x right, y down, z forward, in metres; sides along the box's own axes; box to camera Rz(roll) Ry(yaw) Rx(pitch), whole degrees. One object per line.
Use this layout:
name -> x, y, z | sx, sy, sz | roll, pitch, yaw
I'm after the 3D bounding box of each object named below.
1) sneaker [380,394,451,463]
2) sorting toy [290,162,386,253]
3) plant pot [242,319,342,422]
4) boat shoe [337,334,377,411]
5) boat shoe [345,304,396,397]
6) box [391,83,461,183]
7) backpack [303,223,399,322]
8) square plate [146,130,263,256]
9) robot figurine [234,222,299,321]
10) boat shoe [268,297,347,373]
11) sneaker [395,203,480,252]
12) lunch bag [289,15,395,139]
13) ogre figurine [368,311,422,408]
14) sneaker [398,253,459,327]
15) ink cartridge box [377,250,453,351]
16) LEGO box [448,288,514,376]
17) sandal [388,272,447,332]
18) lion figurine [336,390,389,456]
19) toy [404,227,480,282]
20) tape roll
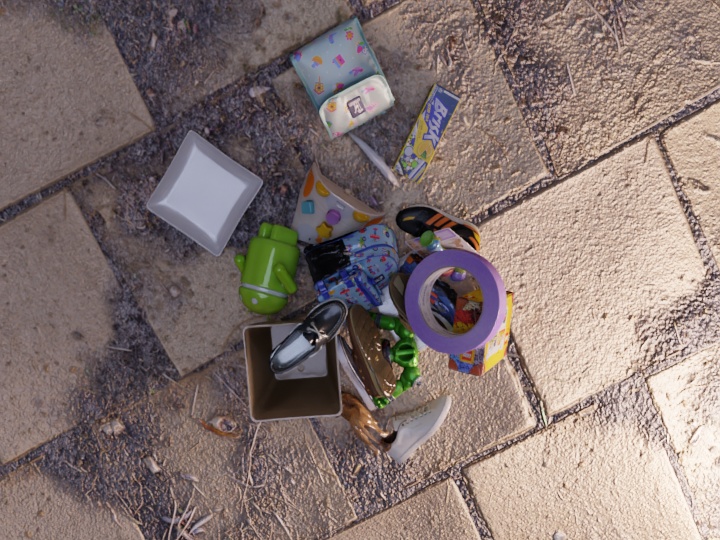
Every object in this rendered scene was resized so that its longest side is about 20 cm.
sneaker -> 0.125, 0.351, 1.629 | 0.084, 0.073, 0.201 | 41, 98, -9
sorting toy -> -0.072, -0.097, 1.557 | 0.197, 0.107, 0.182 | 32, 117, -5
plant pot -> -0.139, 0.197, 1.548 | 0.194, 0.177, 0.206 | -4, 98, 1
boat shoe -> 0.004, 0.223, 1.608 | 0.067, 0.072, 0.203 | -29, 101, 6
boat shoe -> 0.008, 0.174, 1.481 | 0.066, 0.071, 0.205 | -17, 96, 39
box -> 0.141, -0.295, 1.528 | 0.069, 0.064, 0.204 | 26, 99, -4
backpack -> 0.000, 0.000, 1.509 | 0.196, 0.183, 0.137 | -24, 58, 4
square plate -> -0.343, -0.169, 1.564 | 0.196, 0.028, 0.202 | 34, 97, -5
robot figurine -> -0.199, 0.003, 1.538 | 0.114, 0.173, 0.206 | 18, 85, -47
boat shoe -> -0.104, 0.137, 1.421 | 0.076, 0.060, 0.200 | 44, 95, -6
sneaker -> 0.171, -0.083, 1.541 | 0.195, 0.091, 0.071 | 16, 122, -5
lunch bag -> -0.037, -0.399, 1.484 | 0.167, 0.122, 0.203 | -28, 107, 2
ogre figurine -> 0.071, 0.188, 1.543 | 0.117, 0.098, 0.205 | -10, 61, 15
sneaker -> 0.157, 0.057, 1.551 | 0.078, 0.075, 0.201 | -42, 88, 24
ink cartridge box -> 0.121, 0.074, 1.607 | 0.160, 0.050, 0.203 | -32, 86, 6
LEGO box -> 0.264, 0.126, 1.524 | 0.075, 0.199, 0.154 | 11, 100, 25
sandal -> 0.117, 0.098, 1.511 | 0.201, 0.053, 0.081 | 51, 51, -18
lion figurine -> -0.005, 0.330, 1.569 | 0.073, 0.199, 0.123 | -46, 104, -13
toy -> 0.192, -0.016, 1.507 | 0.113, 0.048, 0.199 | -16, 141, 36
tape roll -> 0.189, 0.061, 1.408 | 0.195, 0.065, 0.207 | -1, 89, 25
